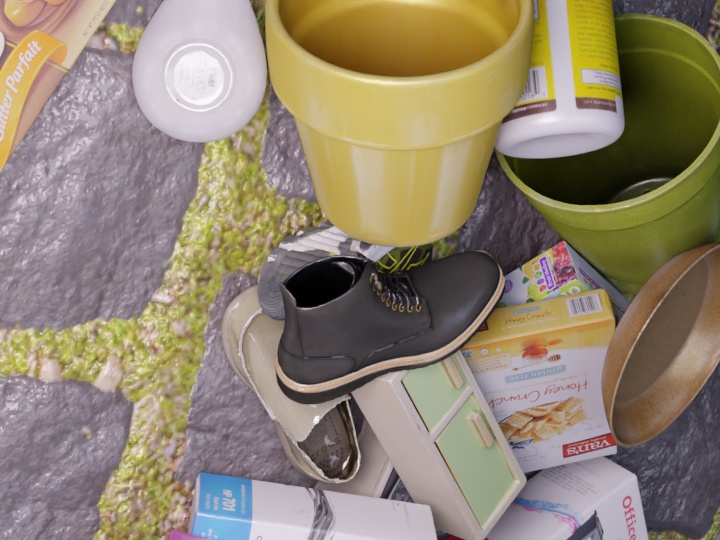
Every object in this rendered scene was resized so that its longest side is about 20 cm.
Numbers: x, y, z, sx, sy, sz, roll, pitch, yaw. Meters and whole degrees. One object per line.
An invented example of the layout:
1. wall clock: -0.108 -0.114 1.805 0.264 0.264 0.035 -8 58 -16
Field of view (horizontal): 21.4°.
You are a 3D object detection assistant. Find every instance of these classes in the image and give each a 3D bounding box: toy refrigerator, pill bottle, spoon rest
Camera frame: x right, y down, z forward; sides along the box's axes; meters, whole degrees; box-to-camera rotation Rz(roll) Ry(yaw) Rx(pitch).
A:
1. toy refrigerator: 0.064 0.129 1.579 0.076 0.070 0.201 -48 129 -26
2. pill bottle: 0.148 -0.197 1.523 0.109 0.109 0.202 3 78 -40
3. spoon rest: -0.109 -0.191 1.382 0.099 0.061 0.202 9 108 -5

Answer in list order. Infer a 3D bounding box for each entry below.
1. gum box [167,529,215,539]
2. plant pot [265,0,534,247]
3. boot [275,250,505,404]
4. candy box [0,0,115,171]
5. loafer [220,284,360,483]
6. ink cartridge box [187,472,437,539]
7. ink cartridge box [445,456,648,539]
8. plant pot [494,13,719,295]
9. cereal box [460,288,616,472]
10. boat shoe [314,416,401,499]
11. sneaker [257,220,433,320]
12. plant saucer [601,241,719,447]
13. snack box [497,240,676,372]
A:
1. gum box: -0.070 0.269 1.451 0.198 0.114 0.067 15 105 -6
2. plant pot: 0.028 -0.129 1.449 0.200 0.201 0.190 -27 140 -27
3. boot: 0.027 0.017 1.449 0.199 0.078 0.139 -31 152 -19
4. candy box: -0.256 -0.155 1.283 0.115 0.055 0.201 38 84 -42
5. loafer: -0.046 0.095 1.550 0.076 0.068 0.201 -40 126 -18
6. ink cartridge box: -0.047 0.259 1.553 0.198 0.086 0.148 9 105 -5
7. ink cartridge box: 0.175 0.282 1.805 0.199 0.085 0.148 -31 125 -24
8. plant pot: 0.235 -0.080 1.641 0.201 0.200 0.193 -47 142 -13
9. cereal box: 0.149 0.103 1.651 0.143 0.040 0.201 -12 139 0
10. boat shoe: 0.016 0.181 1.640 0.063 0.072 0.201 39 78 -40
11. sneaker: 0.000 0.000 1.534 0.199 0.074 0.085 -32 128 -36
12. plant saucer: 0.261 0.056 1.622 0.200 0.035 0.201 -37 145 -31
13. snack box: 0.178 0.071 1.693 0.142 0.053 0.200 -33 135 19
